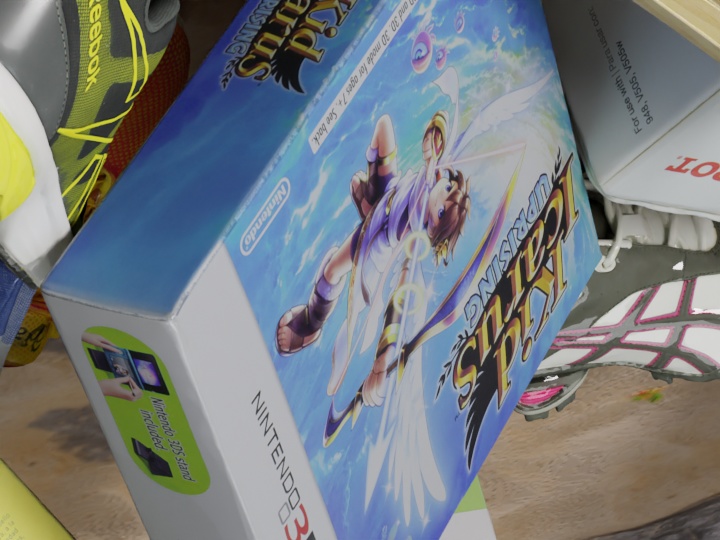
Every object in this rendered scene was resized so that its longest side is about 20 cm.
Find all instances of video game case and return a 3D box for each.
[{"bbox_3d":[0.000,0.000,0.779,0.045,0.200,0.182,14,143,27],"label":"video game case"}]

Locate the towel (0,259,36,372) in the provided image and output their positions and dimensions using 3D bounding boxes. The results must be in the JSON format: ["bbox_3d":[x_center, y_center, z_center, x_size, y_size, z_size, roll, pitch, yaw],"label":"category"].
[{"bbox_3d":[-0.186,0.017,0.856,0.146,0.024,0.200,28,141,-4],"label":"towel"}]

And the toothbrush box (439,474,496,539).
[{"bbox_3d":[-0.023,0.066,0.927,0.086,0.201,0.146,-9,154,-17],"label":"toothbrush box"}]

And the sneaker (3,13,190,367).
[{"bbox_3d":[-0.102,-0.016,0.859,0.073,0.077,0.200,0,148,-31],"label":"sneaker"}]

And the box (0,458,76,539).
[{"bbox_3d":[-0.114,0.096,0.828,0.050,0.075,0.200,-48,120,-16],"label":"box"}]

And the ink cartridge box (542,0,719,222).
[{"bbox_3d":[0.173,-0.100,0.853,0.146,0.083,0.200,8,143,-42],"label":"ink cartridge box"}]

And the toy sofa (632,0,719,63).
[{"bbox_3d":[0.099,-0.113,0.715,0.199,0.098,0.083,32,153,-20],"label":"toy sofa"}]

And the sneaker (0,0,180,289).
[{"bbox_3d":[-0.080,-0.051,0.680,0.085,0.074,0.200,-47,-177,-7],"label":"sneaker"}]

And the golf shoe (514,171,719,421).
[{"bbox_3d":[0.109,0.001,1.026,0.199,0.077,0.088,-17,147,-1],"label":"golf shoe"}]
